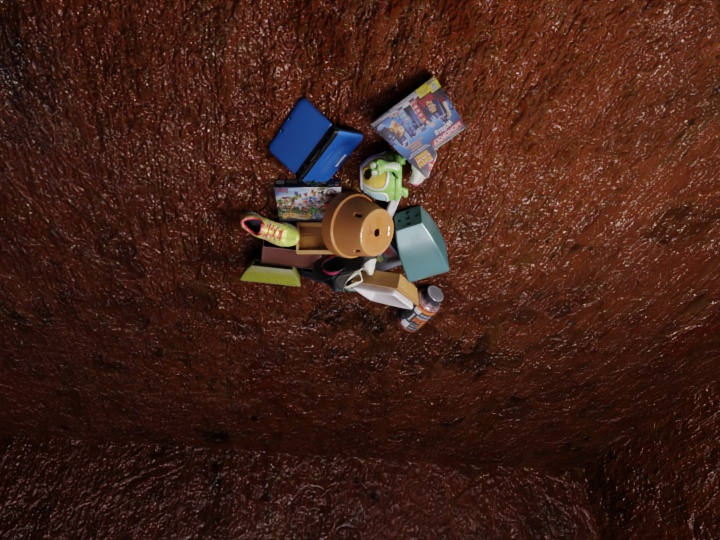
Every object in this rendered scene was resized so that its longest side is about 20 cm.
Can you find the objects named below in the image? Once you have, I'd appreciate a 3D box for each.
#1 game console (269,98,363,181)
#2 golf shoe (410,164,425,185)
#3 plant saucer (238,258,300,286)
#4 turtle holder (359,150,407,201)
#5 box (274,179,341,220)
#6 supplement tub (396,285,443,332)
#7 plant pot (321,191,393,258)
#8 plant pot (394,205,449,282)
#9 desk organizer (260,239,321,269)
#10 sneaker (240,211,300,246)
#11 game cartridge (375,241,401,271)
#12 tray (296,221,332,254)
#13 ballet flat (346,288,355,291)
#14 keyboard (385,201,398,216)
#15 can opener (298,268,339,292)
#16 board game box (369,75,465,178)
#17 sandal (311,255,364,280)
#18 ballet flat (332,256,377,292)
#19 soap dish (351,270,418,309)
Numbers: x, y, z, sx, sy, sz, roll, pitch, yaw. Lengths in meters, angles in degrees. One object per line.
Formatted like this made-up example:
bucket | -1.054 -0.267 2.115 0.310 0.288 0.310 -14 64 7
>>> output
game console | -0.123 -0.354 1.425 0.170 0.119 0.200 -7 153 -46
golf shoe | 0.162 -0.330 1.430 0.091 0.076 0.201 14 130 -5
plant saucer | -0.299 0.001 1.738 0.198 0.200 0.048 6 100 -9
turtle holder | 0.064 -0.255 1.423 0.130 0.186 0.142 -1 115 1
box | -0.155 -0.213 1.572 0.198 0.038 0.137 -1 139 -1
supplement tub | 0.227 0.141 1.941 0.106 0.108 0.200 18 136 -21
plant pot | 0.004 -0.124 1.525 0.139 0.201 0.200 20 159 44
plant pot | 0.183 -0.095 1.649 0.140 0.142 0.201 -17 131 17
desk organizer | -0.229 -0.064 1.719 0.198 0.072 0.077 6 136 -9
sneaker | -0.285 -0.121 1.596 0.198 0.090 0.079 17 99 -3
game cartridge | 0.054 -0.067 1.752 0.132 0.041 0.200 -18 137 24
tray | -0.105 -0.103 1.653 0.198 0.100 0.037 0 169 -1
ballet flat | 0.029 0.042 1.868 0.198 0.068 0.063 6 116 -16
keyboard | 0.087 -0.166 1.602 0.056 0.011 0.201 -25 146 -45
can opener | -0.122 0.022 1.788 0.199 0.063 0.079 15 110 29
board game box | 0.161 -0.354 1.332 0.199 0.062 0.201 -32 101 16
sandal | -0.081 -0.018 1.651 0.199 0.076 0.045 -14 166 29
ballet flat | 0.000 0.000 1.691 0.200 0.069 0.068 -39 162 1
soap dish | 0.085 0.059 1.738 0.199 0.082 0.157 9 162 37
